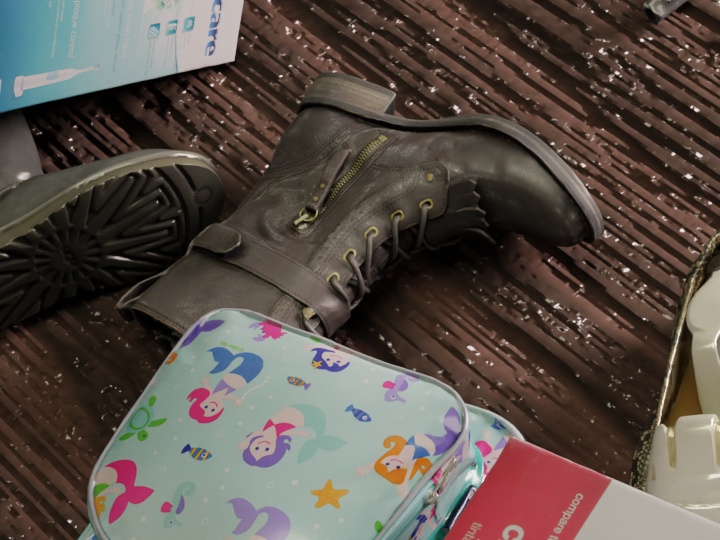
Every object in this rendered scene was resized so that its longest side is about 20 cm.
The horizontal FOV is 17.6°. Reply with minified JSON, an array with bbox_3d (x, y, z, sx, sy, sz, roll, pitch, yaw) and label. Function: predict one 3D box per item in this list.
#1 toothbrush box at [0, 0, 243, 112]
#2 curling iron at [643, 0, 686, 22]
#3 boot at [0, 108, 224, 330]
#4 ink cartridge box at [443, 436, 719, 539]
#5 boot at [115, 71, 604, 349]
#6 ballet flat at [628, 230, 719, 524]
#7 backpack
[{"bbox_3d":[-0.176,-0.158,1.228,0.146,0.086,0.199,29,30,34],"label":"toothbrush box"},{"bbox_3d":[0.229,-0.195,1.252,0.199,0.026,0.050,-34,47,-15],"label":"curling iron"},{"bbox_3d":[-0.180,-0.067,1.227,0.181,0.073,0.200,-20,41,-6],"label":"boot"},{"bbox_3d":[0.131,0.167,0.883,0.199,0.146,0.084,21,58,29],"label":"ink cartridge box"},{"bbox_3d":[0.000,0.000,1.126,0.199,0.069,0.175,20,62,33],"label":"boot"},{"bbox_3d":[0.152,0.063,1.016,0.067,0.076,0.201,2,51,15],"label":"ballet flat"},{"bbox_3d":[-0.034,0.127,0.967,0.177,0.151,0.201,20,63,30],"label":"backpack"}]
